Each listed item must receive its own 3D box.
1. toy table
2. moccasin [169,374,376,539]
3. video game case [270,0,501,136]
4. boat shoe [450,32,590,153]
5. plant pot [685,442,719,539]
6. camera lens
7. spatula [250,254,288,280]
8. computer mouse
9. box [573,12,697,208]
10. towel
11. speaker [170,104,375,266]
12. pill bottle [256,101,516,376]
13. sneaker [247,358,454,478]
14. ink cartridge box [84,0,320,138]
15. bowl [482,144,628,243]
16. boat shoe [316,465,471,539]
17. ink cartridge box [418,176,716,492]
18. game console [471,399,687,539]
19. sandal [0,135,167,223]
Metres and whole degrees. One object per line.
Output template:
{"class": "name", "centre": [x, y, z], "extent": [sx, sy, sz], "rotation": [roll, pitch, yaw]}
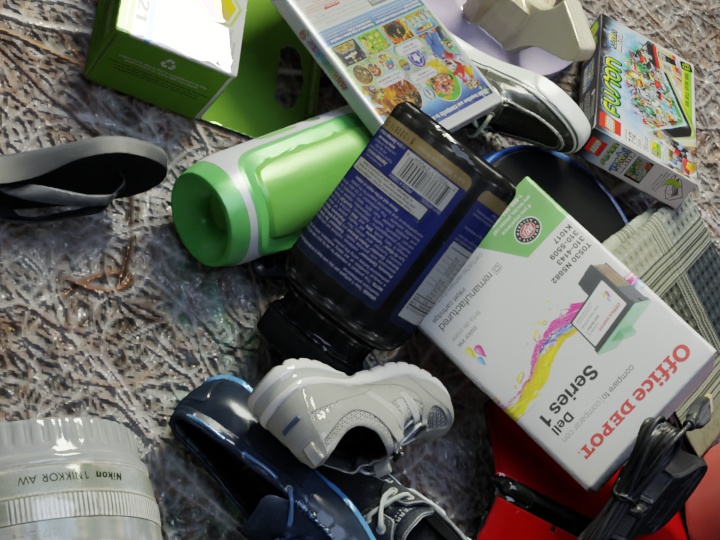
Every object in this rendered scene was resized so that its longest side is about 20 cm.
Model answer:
{"class": "toy table", "centre": [0.147, -0.251, 1.388], "extent": [0.199, 0.117, 0.185], "rotation": [-18, 77, -36]}
{"class": "moccasin", "centre": [-0.064, 0.169, 1.079], "extent": [0.200, 0.081, 0.068], "rotation": [46, 41, 13]}
{"class": "video game case", "centre": [0.012, -0.191, 1.242], "extent": [0.143, 0.018, 0.201], "rotation": [-30, 81, -46]}
{"class": "boat shoe", "centre": [0.100, -0.146, 1.324], "extent": [0.199, 0.071, 0.064], "rotation": [29, 61, 10]}
{"class": "plant pot", "centre": [0.376, 0.194, 1.252], "extent": [0.199, 0.177, 0.202], "rotation": [20, 59, -38]}
{"class": "camera lens", "centre": [-0.191, 0.206, 0.920], "extent": [0.159, 0.160, 0.202], "rotation": [1, 66, -31]}
{"class": "spatula", "centre": [0.000, 0.000, 1.230], "extent": [0.198, 0.021, 0.057], "rotation": [1, 65, -31]}
{"class": "computer mouse", "centre": [0.219, 0.140, 1.144], "extent": [0.046, 0.141, 0.199], "rotation": [38, 21, 23]}
{"class": "box", "centre": [0.254, -0.150, 1.414], "extent": [0.109, 0.035, 0.201], "rotation": [27, 39, -11]}
{"class": "towel", "centre": [0.277, 0.044, 1.343], "extent": [0.200, 0.034, 0.194], "rotation": [-35, 101, -50]}
{"class": "speaker", "centre": [-0.048, -0.069, 1.195], "extent": [0.199, 0.088, 0.089], "rotation": [-24, 81, -39]}
{"class": "pill bottle", "centre": [0.015, -0.014, 1.136], "extent": [0.112, 0.112, 0.201], "rotation": [36, 95, -11]}
{"class": "sneaker", "centre": [0.004, 0.117, 1.099], "extent": [0.199, 0.075, 0.082], "rotation": [6, 43, -50]}
{"class": "ink cartridge box", "centre": [-0.106, -0.196, 1.228], "extent": [0.199, 0.076, 0.149], "rotation": [18, 58, -23]}
{"class": "bowl", "centre": [0.160, -0.017, 1.323], "extent": [0.199, 0.039, 0.202], "rotation": [16, 58, -27]}
{"class": "boat shoe", "centre": [0.025, 0.185, 1.104], "extent": [0.200, 0.068, 0.072], "rotation": [42, 62, 10]}
{"class": "ink cartridge box", "centre": [0.155, 0.052, 1.190], "extent": [0.200, 0.084, 0.145], "rotation": [44, 91, 14]}
{"class": "game console", "centre": [0.162, 0.225, 1.221], "extent": [0.199, 0.119, 0.173], "rotation": [28, 86, -16]}
{"class": "sandal", "centre": [-0.231, -0.053, 1.085], "extent": [0.198, 0.076, 0.043], "rotation": [-9, 70, -24]}
